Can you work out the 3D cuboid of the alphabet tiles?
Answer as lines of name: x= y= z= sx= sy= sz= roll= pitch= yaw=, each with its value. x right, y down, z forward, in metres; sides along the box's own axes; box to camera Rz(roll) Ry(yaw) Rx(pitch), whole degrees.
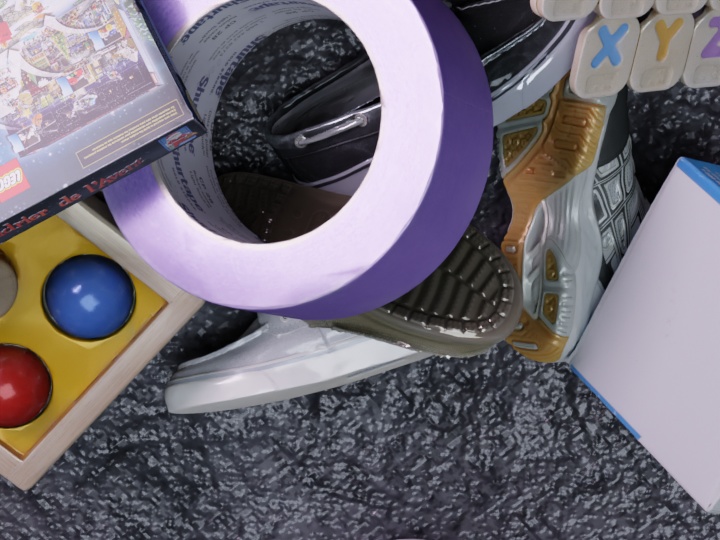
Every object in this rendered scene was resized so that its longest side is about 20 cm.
alphabet tiles: x=0.180 y=-0.184 z=1.534 sx=0.200 sy=0.015 sz=0.196 roll=-7 pitch=121 yaw=-35

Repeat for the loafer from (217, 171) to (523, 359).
loafer: x=0.000 y=0.000 z=1.580 sx=0.200 sy=0.076 sz=0.068 roll=20 pitch=156 yaw=20

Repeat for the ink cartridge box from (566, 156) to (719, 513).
ink cartridge box: x=0.254 y=0.045 z=1.587 sx=0.200 sy=0.147 sz=0.145 roll=10 pitch=115 yaw=-39

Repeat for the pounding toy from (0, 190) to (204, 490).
pounding toy: x=-0.219 y=0.010 z=1.571 sx=0.200 sy=0.142 sz=0.184 roll=39 pitch=105 yaw=-19

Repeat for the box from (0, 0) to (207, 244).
box: x=-0.199 y=-0.087 z=1.482 sx=0.200 sy=0.038 sz=0.137 roll=-28 pitch=79 yaw=4

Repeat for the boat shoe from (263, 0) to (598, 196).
boat shoe: x=0.038 y=-0.113 z=1.577 sx=0.199 sy=0.074 sz=0.068 roll=-28 pitch=128 yaw=17

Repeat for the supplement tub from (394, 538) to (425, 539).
supplement tub: x=0.035 y=0.259 z=1.670 sx=0.145 sy=0.200 sz=0.146 roll=-2 pitch=114 yaw=-4

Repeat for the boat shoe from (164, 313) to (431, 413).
boat shoe: x=-0.022 y=0.031 z=1.643 sx=0.200 sy=0.072 sz=0.069 roll=-18 pitch=82 yaw=9

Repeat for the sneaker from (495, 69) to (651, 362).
sneaker: x=0.128 y=-0.049 z=1.623 sx=0.088 sy=0.076 sz=0.200 roll=-3 pitch=105 yaw=-42

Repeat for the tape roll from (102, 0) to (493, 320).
tape roll: x=-0.036 y=-0.076 z=1.508 sx=0.200 sy=0.085 sz=0.200 roll=-2 pitch=84 yaw=21
